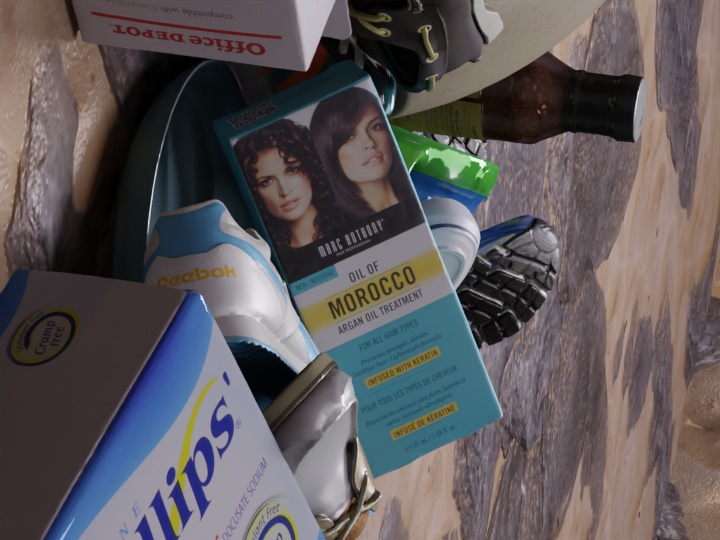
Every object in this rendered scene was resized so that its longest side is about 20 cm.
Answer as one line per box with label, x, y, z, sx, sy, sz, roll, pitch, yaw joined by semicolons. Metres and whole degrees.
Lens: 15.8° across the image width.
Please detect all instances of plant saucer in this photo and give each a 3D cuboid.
plant saucer;-0.092;-0.009;1.341;0.200;0.027;0.202;4;90;-76

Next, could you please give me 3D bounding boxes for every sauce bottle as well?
sauce bottle;0.076;-0.111;1.605;0.066;0.199;0.067;10;90;-77

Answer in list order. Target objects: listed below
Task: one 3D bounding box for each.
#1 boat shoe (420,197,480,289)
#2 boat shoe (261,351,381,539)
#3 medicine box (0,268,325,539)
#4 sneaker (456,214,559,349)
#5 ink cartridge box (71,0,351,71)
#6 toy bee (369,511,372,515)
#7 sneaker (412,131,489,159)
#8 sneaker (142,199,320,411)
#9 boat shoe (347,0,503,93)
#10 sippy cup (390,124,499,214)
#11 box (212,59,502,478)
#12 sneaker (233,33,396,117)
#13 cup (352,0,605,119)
boat shoe;-0.006;0.045;1.419;0.073;0.200;0.067;28;30;-40
boat shoe;-0.023;0.101;1.232;0.075;0.068;0.200;-43;170;-19
medicine box;-0.114;0.134;1.109;0.183;0.102;0.201;-62;144;-34
sneaker;0.038;0.008;1.623;0.078;0.199;0.090;35;41;-37
ink cartridge box;-0.074;-0.159;1.168;0.201;0.115;0.068;79;25;-50
toy bee;-0.041;0.154;1.556;0.200;0.108;0.132;-154;-117;-80
sneaker;0.042;-0.100;1.711;0.200;0.090;0.079;-50;121;-28
sneaker;-0.059;0.026;1.272;0.200;0.076;0.081;73;6;-74
boat shoe;0.021;-0.137;1.278;0.061;0.072;0.201;-46;160;1
sippy cup;-0.002;-0.023;1.525;0.177;0.139;0.131;15;95;-57
box;0.000;0.000;1.344;0.049;0.082;0.201;-134;-160;-71
sneaker;-0.026;-0.114;1.374;0.071;0.079;0.201;-97;172;-63
cup;0.025;-0.169;1.447;0.143;0.199;0.201;-52;152;-28
